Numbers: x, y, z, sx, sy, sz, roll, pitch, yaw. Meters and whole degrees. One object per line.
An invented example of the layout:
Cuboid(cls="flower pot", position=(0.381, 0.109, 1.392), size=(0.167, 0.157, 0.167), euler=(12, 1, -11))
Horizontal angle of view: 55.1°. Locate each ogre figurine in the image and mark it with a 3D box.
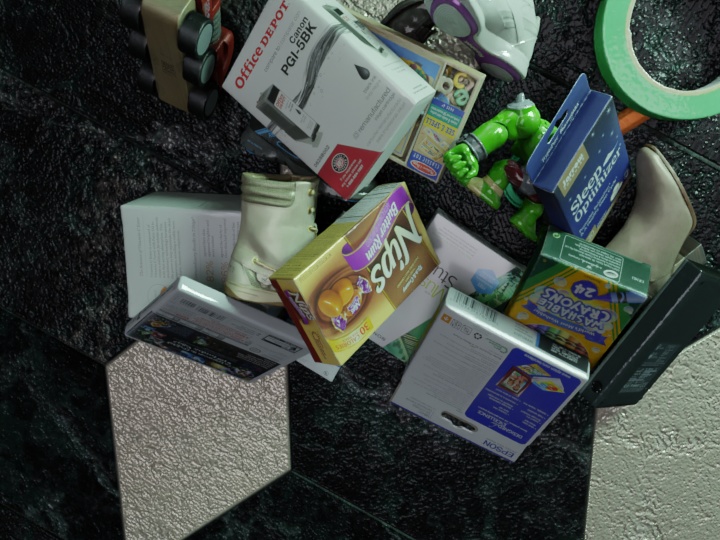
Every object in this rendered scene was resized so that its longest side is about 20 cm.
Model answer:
Cuboid(cls="ogre figurine", position=(0.198, -0.115, 0.811), size=(0.199, 0.098, 0.121), euler=(37, 98, -9))

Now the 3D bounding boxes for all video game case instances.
Cuboid(cls="video game case", position=(-0.182, 0.084, 0.894), size=(0.198, 0.024, 0.181), euler=(27, 144, -28))

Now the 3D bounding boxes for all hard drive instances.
Cuboid(cls="hard drive", position=(0.364, 0.082, 0.841), size=(0.033, 0.138, 0.202), euler=(48, 116, 36))

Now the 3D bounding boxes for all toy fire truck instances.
Cuboid(cls="toy fire truck", position=(-0.204, -0.322, 0.838), size=(0.126, 0.177, 0.203), euler=(24, 66, 3))

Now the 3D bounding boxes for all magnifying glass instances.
Cuboid(cls="magnifying glass", position=(0.266, -0.146, 0.856), size=(0.198, 0.022, 0.080), euler=(-31, 98, 18))

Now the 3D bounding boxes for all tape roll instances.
Cuboid(cls="tape roll", position=(0.368, -0.273, 0.777), size=(0.195, 0.048, 0.206), euler=(1, 100, 7))

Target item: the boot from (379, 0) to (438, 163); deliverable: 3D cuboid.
Cuboid(cls="boot", position=(0.064, -0.230, 0.847), size=(0.197, 0.069, 0.177), euler=(-20, 102, 25))

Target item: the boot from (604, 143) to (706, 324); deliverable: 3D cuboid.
Cuboid(cls="boot", position=(0.331, -0.029, 0.840), size=(0.145, 0.070, 0.202), euler=(-32, 108, 4))

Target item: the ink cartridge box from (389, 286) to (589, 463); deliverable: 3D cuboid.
Cuboid(cls="ink cartridge box", position=(0.160, 0.142, 0.894), size=(0.194, 0.047, 0.202), euler=(26, 133, 1))

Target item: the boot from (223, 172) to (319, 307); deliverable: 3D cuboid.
Cuboid(cls="boot", position=(-0.058, -0.034, 0.837), size=(0.195, 0.072, 0.158), euler=(7, 101, -16))

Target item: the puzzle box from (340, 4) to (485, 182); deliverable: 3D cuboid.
Cuboid(cls="puzzle box", position=(0.032, -0.208, 0.815), size=(0.197, 0.025, 0.135), euler=(28, 118, 10))

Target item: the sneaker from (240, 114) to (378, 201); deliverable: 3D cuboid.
Cuboid(cls="sneaker", position=(-0.058, -0.154, 0.875), size=(0.197, 0.073, 0.083), euler=(29, 107, 7))

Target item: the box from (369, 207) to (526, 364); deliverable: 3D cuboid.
Cuboid(cls="box", position=(0.109, 0.041, 0.926), size=(0.143, 0.036, 0.202), euler=(32, 110, 0))

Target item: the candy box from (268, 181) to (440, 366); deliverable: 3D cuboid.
Cuboid(cls="candy box", position=(0.000, 0.000, 0.801), size=(0.056, 0.199, 0.118), euler=(0, 125, 51))

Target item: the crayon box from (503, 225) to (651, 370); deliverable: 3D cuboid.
Cuboid(cls="crayon box", position=(0.248, 0.051, 0.838), size=(0.123, 0.052, 0.202), euler=(22, 142, 8))

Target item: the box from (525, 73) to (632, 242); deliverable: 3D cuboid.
Cuboid(cls="box", position=(0.248, -0.110, 0.770), size=(0.032, 0.200, 0.122), euler=(30, 84, 37))

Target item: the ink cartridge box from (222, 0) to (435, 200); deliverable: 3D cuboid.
Cuboid(cls="ink cartridge box", position=(-0.038, -0.205, 0.782), size=(0.199, 0.083, 0.147), euler=(41, 120, 2))

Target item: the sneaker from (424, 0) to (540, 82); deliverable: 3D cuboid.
Cuboid(cls="sneaker", position=(0.138, -0.297, 0.767), size=(0.074, 0.199, 0.101), euler=(26, 91, 40))

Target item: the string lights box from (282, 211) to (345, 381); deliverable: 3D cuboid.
Cuboid(cls="string lights box", position=(-0.032, 0.036, 0.937), size=(0.101, 0.059, 0.202), euler=(30, 108, 0))

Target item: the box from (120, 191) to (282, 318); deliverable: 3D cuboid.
Cuboid(cls="box", position=(-0.204, -0.019, 0.927), size=(0.195, 0.107, 0.156), euler=(4, 107, 8))
